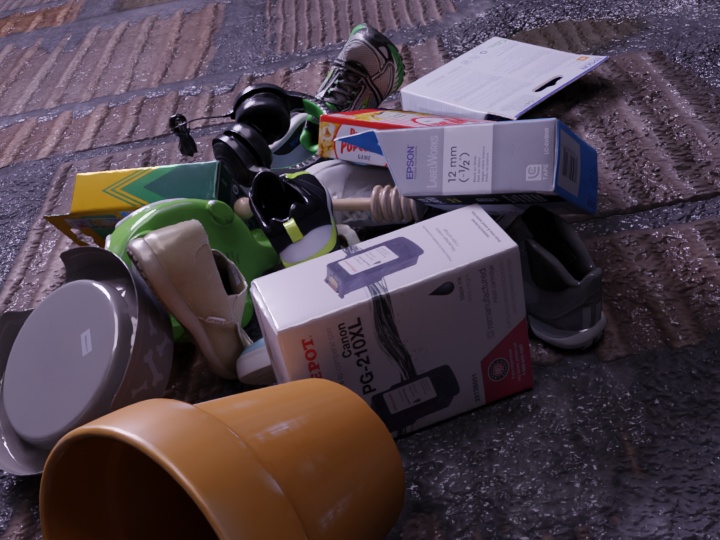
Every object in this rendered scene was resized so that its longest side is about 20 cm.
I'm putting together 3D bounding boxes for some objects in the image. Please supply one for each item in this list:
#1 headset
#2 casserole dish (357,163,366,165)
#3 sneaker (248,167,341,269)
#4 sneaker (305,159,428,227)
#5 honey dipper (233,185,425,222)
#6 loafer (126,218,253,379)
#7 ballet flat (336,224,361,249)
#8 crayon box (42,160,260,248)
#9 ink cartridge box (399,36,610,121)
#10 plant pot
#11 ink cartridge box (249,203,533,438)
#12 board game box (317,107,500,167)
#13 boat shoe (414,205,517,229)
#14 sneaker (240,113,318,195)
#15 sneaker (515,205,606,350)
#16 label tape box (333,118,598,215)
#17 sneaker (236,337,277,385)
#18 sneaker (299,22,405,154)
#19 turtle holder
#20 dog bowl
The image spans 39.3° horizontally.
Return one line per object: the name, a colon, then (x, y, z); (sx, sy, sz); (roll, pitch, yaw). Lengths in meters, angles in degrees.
headset: (-0.120, -0.143, 1.125); (0.199, 0.094, 0.124); (12, 56, 14)
casserole dish: (-0.002, -0.114, 1.187); (0.200, 0.039, 0.121); (-31, 35, -25)
sneaker: (-0.066, -0.067, 0.924); (0.072, 0.083, 0.200); (-32, 31, -1)
sneaker: (0.009, -0.074, 1.074); (0.199, 0.076, 0.088); (-17, 38, -26)
honey dipper: (-0.036, -0.066, 1.007); (0.199, 0.038, 0.038); (1, 34, 18)
loafer: (-0.126, 0.027, 0.863); (0.068, 0.200, 0.076); (-34, 57, -4)
ballet flat: (0.000, 0.000, 0.977); (0.068, 0.069, 0.200); (-30, 36, -25)
crayon box: (-0.222, -0.062, 1.095); (0.199, 0.126, 0.052); (-4, 67, 14)
ink cartridge box: (0.188, -0.239, 1.312); (0.199, 0.041, 0.200); (-33, 37, -30)
plant pot: (-0.073, 0.161, 0.657); (0.200, 0.201, 0.183); (14, 24, 36)
ink cartridge box: (0.028, 0.052, 0.812); (0.199, 0.145, 0.084); (-19, 34, -10)
board game box: (0.078, -0.135, 1.060); (0.199, 0.047, 0.151); (11, 16, 24)
boat shoe: (0.112, -0.070, 1.047); (0.071, 0.068, 0.200); (12, 39, 34)
sneaker: (-0.142, -0.124, 1.235); (0.112, 0.073, 0.200); (5, 36, 48)
sneaker: (0.130, -0.019, 0.887); (0.199, 0.116, 0.075); (24, 49, 29)
label tape box: (0.095, -0.085, 0.889); (0.199, 0.066, 0.143); (-2, -5, 26)
sneaker: (-0.025, 0.034, 0.895); (0.199, 0.074, 0.082); (-23, 67, -9)
sneaker: (-0.012, -0.198, 1.153); (0.078, 0.200, 0.085); (40, 55, 8)
turtle holder: (-0.171, -0.013, 0.995); (0.185, 0.141, 0.132); (-43, 25, -23)
dog bowl: (-0.241, 0.082, 0.859); (0.199, 0.059, 0.201); (-16, 60, 31)
